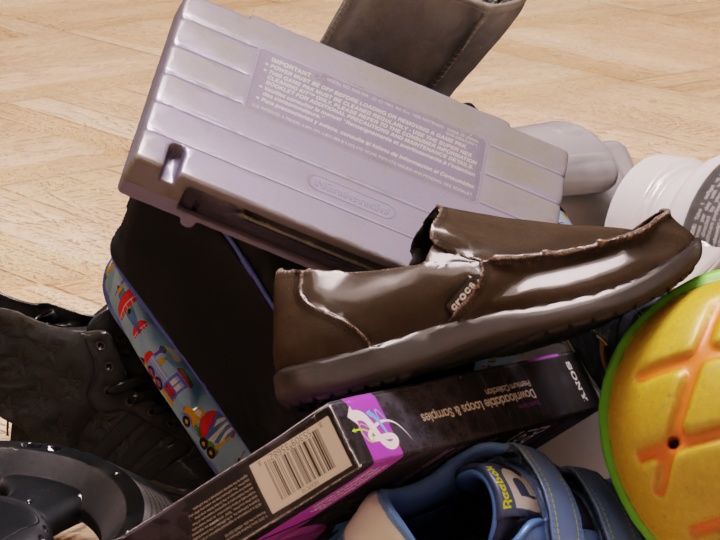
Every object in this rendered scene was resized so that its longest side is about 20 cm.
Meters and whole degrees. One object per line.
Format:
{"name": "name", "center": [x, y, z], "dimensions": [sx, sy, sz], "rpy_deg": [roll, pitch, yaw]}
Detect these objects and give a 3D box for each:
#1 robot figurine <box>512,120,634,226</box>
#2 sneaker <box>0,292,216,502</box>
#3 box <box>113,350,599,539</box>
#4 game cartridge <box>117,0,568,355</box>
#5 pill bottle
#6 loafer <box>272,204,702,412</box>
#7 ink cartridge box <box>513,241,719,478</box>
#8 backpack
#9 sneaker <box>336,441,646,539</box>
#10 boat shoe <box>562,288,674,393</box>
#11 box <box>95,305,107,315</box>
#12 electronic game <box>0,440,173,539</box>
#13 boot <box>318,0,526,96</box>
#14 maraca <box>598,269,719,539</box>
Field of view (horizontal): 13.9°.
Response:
{"name": "robot figurine", "center": [0.085, -0.028, 1.799], "dimensions": [0.200, 0.113, 0.170], "rpy_deg": [-12, -20, -38]}
{"name": "sneaker", "center": [-0.115, 0.063, 1.463], "dimensions": [0.200, 0.104, 0.060], "rpy_deg": [5, 7, 22]}
{"name": "box", "center": [0.001, 0.091, 1.316], "dimensions": [0.143, 0.036, 0.200], "rpy_deg": [-34, -13, 33]}
{"name": "game cartridge", "center": [-0.004, -0.046, 1.358], "dimensions": [0.200, 0.038, 0.130], "rpy_deg": [23, 38, -8]}
{"name": "pill bottle", "center": [0.246, -0.007, 1.714], "dimensions": [0.200, 0.116, 0.116], "rpy_deg": [14, 21, 42]}
{"name": "loafer", "center": [0.052, 0.002, 1.273], "dimensions": [0.200, 0.071, 0.073], "rpy_deg": [-16, -6, -15]}
{"name": "ink cartridge box", "center": [0.104, 0.042, 1.589], "dimensions": [0.146, 0.084, 0.200], "rpy_deg": [6, 16, 21]}
{"name": "backpack", "center": [0.000, 0.000, 1.440], "dimensions": [0.200, 0.135, 0.183], "rpy_deg": [-17, 59, -39]}
{"name": "sneaker", "center": [0.078, 0.117, 1.284], "dimensions": [0.200, 0.082, 0.074], "rpy_deg": [-11, 44, -26]}
{"name": "boat shoe", "center": [0.160, 0.067, 1.395], "dimensions": [0.071, 0.200, 0.091], "rpy_deg": [-45, 40, -1]}
{"name": "box", "center": [-0.092, 0.031, 1.621], "dimensions": [0.143, 0.036, 0.200], "rpy_deg": [-16, 9, 17]}
{"name": "electronic game", "center": [-0.178, 0.130, 1.342], "dimensions": [0.200, 0.042, 0.200], "rpy_deg": [-3, 22, 1]}
{"name": "boot", "center": [0.023, -0.081, 1.552], "dimensions": [0.182, 0.200, 0.073], "rpy_deg": [7, 33, -49]}
{"name": "maraca", "center": [0.190, 0.088, 1.259], "dimensions": [0.200, 0.137, 0.107], "rpy_deg": [48, 4, 16]}
